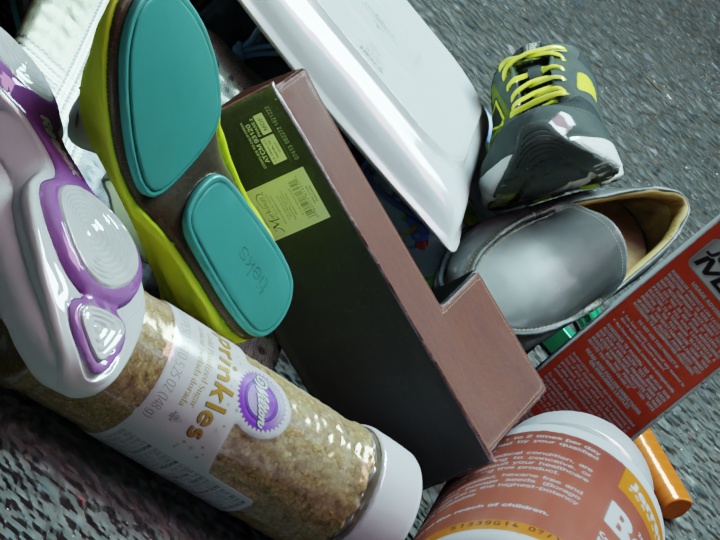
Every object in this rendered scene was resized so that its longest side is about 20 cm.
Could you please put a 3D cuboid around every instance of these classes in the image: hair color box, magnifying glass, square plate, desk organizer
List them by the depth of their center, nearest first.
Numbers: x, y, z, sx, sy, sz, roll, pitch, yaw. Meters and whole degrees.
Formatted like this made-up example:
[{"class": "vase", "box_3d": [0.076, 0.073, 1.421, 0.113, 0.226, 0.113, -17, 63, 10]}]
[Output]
[{"class": "desk organizer", "box_3d": [0.000, 0.000, 1.293, 0.200, 0.072, 0.077, 60, 34, -8]}, {"class": "square plate", "box_3d": [0.002, -0.118, 1.429, 0.200, 0.028, 0.198, 50, 17, -10]}, {"class": "hair color box", "box_3d": [0.145, 0.044, 1.437, 0.064, 0.200, 0.111, 51, 22, 4]}, {"class": "magnifying glass", "box_3d": [0.139, 0.062, 1.642, 0.080, 0.022, 0.200, 18, 35, -51]}]

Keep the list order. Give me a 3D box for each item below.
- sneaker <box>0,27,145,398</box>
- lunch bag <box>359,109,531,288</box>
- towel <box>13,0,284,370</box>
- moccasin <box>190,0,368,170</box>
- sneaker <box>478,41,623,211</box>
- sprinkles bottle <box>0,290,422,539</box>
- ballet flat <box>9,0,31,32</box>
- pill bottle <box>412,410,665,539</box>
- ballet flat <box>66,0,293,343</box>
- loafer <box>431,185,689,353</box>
[{"class": "sneaker", "box_3d": [-0.151, -0.012, 1.123, 0.075, 0.100, 0.200, 38, 18, -47]}, {"class": "lunch bag", "box_3d": [0.026, -0.043, 1.522, 0.161, 0.082, 0.200, 34, 26, -28]}, {"class": "towel", "box_3d": [-0.098, -0.042, 1.293, 0.193, 0.035, 0.200, 41, 43, -22]}, {"class": "moccasin", "box_3d": [-0.079, -0.112, 1.428, 0.200, 0.080, 0.068, 37, -16, 23]}, {"class": "sneaker", "box_3d": [0.093, -0.080, 1.470, 0.200, 0.074, 0.085, 3, 71, -84]}, {"class": "sprinkles bottle", "box_3d": [-0.065, 0.064, 1.199, 0.200, 0.068, 0.068, 33, 26, -31]}, {"class": "ballet flat", "box_3d": [-0.156, -0.158, 1.394, 0.200, 0.068, 0.068, 62, 1, 27]}, {"class": "pill bottle", "box_3d": [0.080, 0.138, 1.282, 0.112, 0.112, 0.200, 47, 23, -3]}, {"class": "ballet flat", "box_3d": [-0.088, -0.046, 1.175, 0.067, 0.067, 0.200, 18, -35, 34]}, {"class": "loafer", "box_3d": [0.102, -0.008, 1.422, 0.073, 0.072, 0.200, 60, 32, -2]}]
